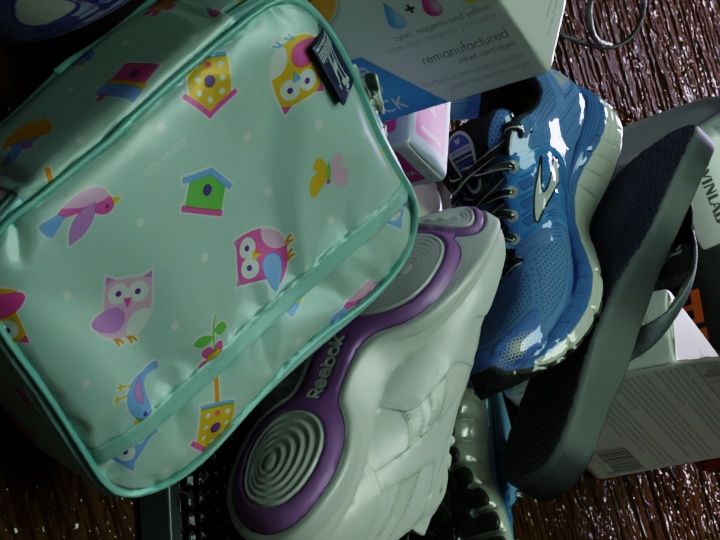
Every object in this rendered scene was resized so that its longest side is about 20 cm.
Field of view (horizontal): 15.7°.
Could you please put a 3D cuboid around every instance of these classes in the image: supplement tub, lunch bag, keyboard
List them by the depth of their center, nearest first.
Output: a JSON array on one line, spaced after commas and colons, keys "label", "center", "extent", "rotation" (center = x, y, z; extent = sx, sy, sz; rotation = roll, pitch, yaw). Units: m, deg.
[{"label": "lunch bag", "center": [-0.071, -0.015, 1.063], "extent": [0.200, 0.077, 0.161], "rotation": [-41, 123, -19]}, {"label": "keyboard", "center": [-0.069, 0.067, 1.152], "extent": [0.104, 0.039, 0.202], "rotation": [22, 58, -54]}, {"label": "supplement tub", "center": [0.208, 0.009, 1.544], "extent": [0.122, 0.122, 0.201], "rotation": [-38, 108, -57]}]

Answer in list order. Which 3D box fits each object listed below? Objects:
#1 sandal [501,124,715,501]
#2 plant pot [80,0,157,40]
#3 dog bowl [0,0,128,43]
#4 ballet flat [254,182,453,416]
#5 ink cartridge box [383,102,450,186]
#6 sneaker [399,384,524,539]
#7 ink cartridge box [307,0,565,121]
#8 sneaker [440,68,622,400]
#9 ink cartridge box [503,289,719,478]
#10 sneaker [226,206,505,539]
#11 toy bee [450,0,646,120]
[{"label": "sandal", "center": [0.126, 0.023, 1.279], "extent": [0.043, 0.076, 0.201], "rotation": [29, 76, -20]}, {"label": "plant pot", "center": [-0.090, -0.165, 1.170], "extent": [0.200, 0.092, 0.202], "rotation": [29, 54, -49]}, {"label": "dog bowl", "center": [-0.133, -0.193, 1.009], "extent": [0.079, 0.199, 0.202], "rotation": [34, 49, -51]}, {"label": "ballet flat", "center": [0.000, 0.000, 1.265], "extent": [0.072, 0.071, 0.200], "rotation": [59, 33, -23]}, {"label": "ink cartridge box", "center": [-0.011, -0.122, 1.250], "extent": [0.042, 0.119, 0.201], "rotation": [42, 44, -44]}, {"label": "sneaker", "center": [0.056, 0.120, 1.297], "extent": [0.090, 0.078, 0.202], "rotation": [28, 54, -54]}, {"label": "ink cartridge box", "center": [-0.011, -0.159, 1.095], "extent": [0.200, 0.114, 0.068], "rotation": [51, 38, -33]}, {"label": "sneaker", "center": [0.068, -0.026, 1.273], "extent": [0.089, 0.078, 0.201], "rotation": [38, 43, -29]}, {"label": "ink cartridge box", "center": [0.182, 0.058, 1.387], "extent": [0.200, 0.175, 0.045], "rotation": [42, 41, -65]}, {"label": "sneaker", "center": [0.010, 0.060, 1.191], "extent": [0.201, 0.074, 0.100], "rotation": [-58, 138, -25]}, {"label": "toy bee", "center": [0.034, -0.120, 1.360], "extent": [0.199, 0.108, 0.132], "rotation": [4, 108, -44]}]
